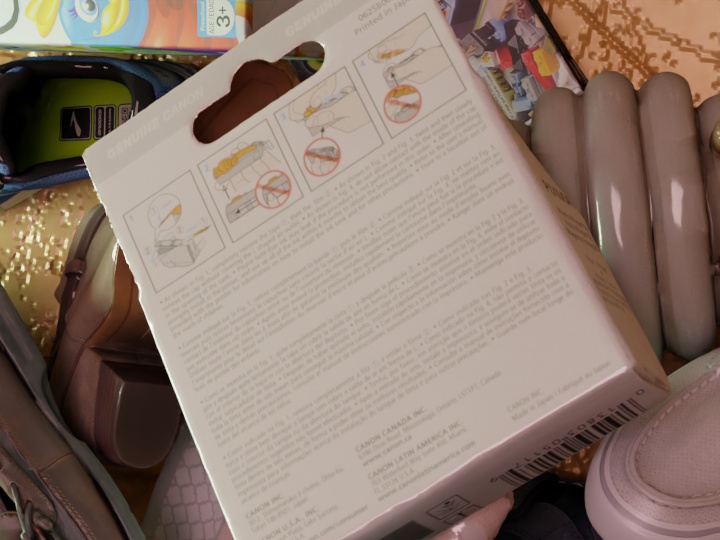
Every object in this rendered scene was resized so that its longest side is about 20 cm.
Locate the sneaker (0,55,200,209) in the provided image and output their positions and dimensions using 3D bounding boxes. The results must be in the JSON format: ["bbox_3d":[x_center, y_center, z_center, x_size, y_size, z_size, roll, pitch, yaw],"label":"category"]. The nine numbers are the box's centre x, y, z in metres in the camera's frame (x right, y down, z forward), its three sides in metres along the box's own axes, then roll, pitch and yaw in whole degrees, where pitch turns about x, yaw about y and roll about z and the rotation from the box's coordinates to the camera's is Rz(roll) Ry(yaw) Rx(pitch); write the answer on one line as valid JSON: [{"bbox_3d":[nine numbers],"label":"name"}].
[{"bbox_3d":[-0.169,-0.070,0.907,0.199,0.089,0.079,-9,81,18],"label":"sneaker"}]

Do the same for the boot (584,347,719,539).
[{"bbox_3d":[0.166,0.028,0.720,0.074,0.200,0.096,41,142,25],"label":"boot"}]

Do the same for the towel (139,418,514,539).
[{"bbox_3d":[-0.037,0.133,0.797,0.191,0.032,0.200,38,107,49],"label":"towel"}]

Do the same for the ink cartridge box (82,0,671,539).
[{"bbox_3d":[0.000,0.000,0.727,0.162,0.057,0.200,-32,60,14],"label":"ink cartridge box"}]

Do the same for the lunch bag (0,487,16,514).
[{"bbox_3d":[-0.223,0.091,0.903,0.161,0.082,0.200,-38,72,31],"label":"lunch bag"}]

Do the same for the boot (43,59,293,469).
[{"bbox_3d":[-0.093,-0.007,0.850,0.070,0.146,0.200,19,98,-22],"label":"boot"}]

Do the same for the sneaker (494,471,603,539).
[{"bbox_3d":[0.039,0.107,0.824,0.199,0.078,0.080,-10,88,20],"label":"sneaker"}]

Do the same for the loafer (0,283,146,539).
[{"bbox_3d":[-0.145,0.090,0.809,0.063,0.072,0.200,-25,77,-26],"label":"loafer"}]

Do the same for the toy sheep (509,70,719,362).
[{"bbox_3d":[0.101,-0.019,0.784,0.199,0.138,0.138,-2,84,10],"label":"toy sheep"}]

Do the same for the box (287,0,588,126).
[{"bbox_3d":[0.011,-0.131,0.878,0.110,0.035,0.200,-34,75,14],"label":"box"}]

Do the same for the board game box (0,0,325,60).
[{"bbox_3d":[-0.100,-0.147,0.850,0.200,0.103,0.105,5,97,33],"label":"board game box"}]
